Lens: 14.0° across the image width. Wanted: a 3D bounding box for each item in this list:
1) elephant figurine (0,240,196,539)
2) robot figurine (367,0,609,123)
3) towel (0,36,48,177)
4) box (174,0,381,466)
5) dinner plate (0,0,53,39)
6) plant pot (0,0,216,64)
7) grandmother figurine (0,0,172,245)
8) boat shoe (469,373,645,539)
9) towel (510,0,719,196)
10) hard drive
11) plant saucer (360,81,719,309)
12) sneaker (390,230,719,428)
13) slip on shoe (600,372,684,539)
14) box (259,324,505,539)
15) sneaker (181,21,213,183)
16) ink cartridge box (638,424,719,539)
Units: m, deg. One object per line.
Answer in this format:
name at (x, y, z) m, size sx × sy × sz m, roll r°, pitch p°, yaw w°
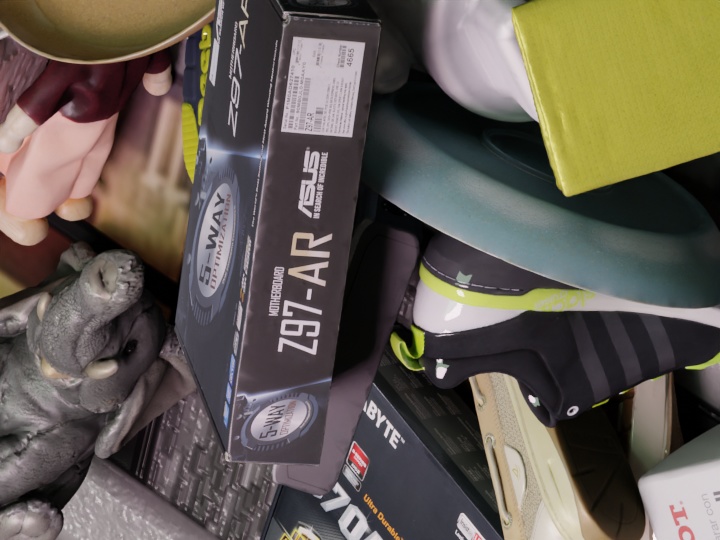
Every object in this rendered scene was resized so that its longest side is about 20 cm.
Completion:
elephant figurine at (-0.152, 0.050, 1.590) m, size 0.200 × 0.141 × 0.155 m, roll -44°, pitch 33°, yaw 18°
robot figurine at (0.059, -0.143, 1.325) m, size 0.113 × 0.169 × 0.200 m, roll 63°, pitch 174°, yaw -36°
towel at (-0.226, -0.047, 1.572) m, size 0.032 × 0.200 × 0.192 m, roll 25°, pitch 125°, yaw 3°
box at (-0.039, -0.037, 1.290) m, size 0.160 × 0.043 × 0.201 m, roll -119°, pitch 35°, yaw -66°
dinner plate at (-0.187, -0.204, 1.537) m, size 0.199 × 0.024 × 0.201 m, roll -16°, pitch 61°, yaw 30°
plant pot at (-0.104, -0.189, 1.441) m, size 0.199 × 0.027 × 0.201 m, roll -12°, pitch 64°, yaw 27°
grandmother figurine at (-0.144, -0.094, 1.528) m, size 0.061 × 0.121 × 0.200 m, roll 41°, pitch 136°, yaw 8°
boat shoe at (0.075, 0.057, 1.398) m, size 0.063 × 0.073 × 0.201 m, roll -38°, pitch 56°, yaw 31°
towel at (0.167, -0.101, 1.244) m, size 0.018 × 0.199 × 0.087 m, roll -142°, pitch 35°, yaw -79°
hard drive at (0.000, 0.000, 1.399) m, size 0.033 × 0.200 × 0.140 m, roll 18°, pitch 114°, yaw -4°
plant saucer at (0.080, -0.040, 1.320) m, size 0.200 × 0.200 × 0.028 m, roll 32°, pitch 110°, yaw 27°
sneaker at (0.101, 0.030, 1.334) m, size 0.072 × 0.199 × 0.083 m, roll 41°, pitch 118°, yaw 59°
slip on shoe at (0.141, 0.122, 1.422) m, size 0.076 × 0.060 × 0.201 m, roll -177°, pitch 88°, yaw -68°
box at (0.030, 0.150, 1.489) m, size 0.200 × 0.046 × 0.160 m, roll 50°, pitch 133°, yaw 39°
sneaker at (-0.041, -0.133, 1.473) m, size 0.074 × 0.082 × 0.201 m, roll -170°, pitch 84°, yaw -66°
ink cartridge box at (0.241, 0.131, 1.321) m, size 0.199 × 0.083 × 0.147 m, roll -18°, pitch 94°, yaw 43°
